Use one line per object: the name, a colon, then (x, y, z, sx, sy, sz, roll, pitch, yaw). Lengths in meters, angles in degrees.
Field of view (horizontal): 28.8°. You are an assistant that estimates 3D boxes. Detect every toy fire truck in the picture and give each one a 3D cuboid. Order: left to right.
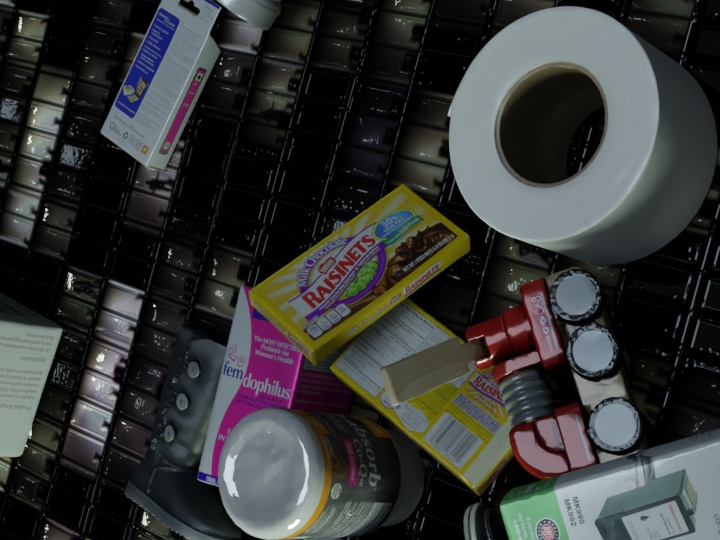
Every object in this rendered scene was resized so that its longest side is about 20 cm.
toy fire truck: (0.135, 0.106, 1.210, 0.198, 0.129, 0.178, -19, 72, 14)

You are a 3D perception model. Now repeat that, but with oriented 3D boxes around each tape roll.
tape roll: (0.196, -0.114, 1.229, 0.201, 0.139, 0.205, -7, 78, 35)

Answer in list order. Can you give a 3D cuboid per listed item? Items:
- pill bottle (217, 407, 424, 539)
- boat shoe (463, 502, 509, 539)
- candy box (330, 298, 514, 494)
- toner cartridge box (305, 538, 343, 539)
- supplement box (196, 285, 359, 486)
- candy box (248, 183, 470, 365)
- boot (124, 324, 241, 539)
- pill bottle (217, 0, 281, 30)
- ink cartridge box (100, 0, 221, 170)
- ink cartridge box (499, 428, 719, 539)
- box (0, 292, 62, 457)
pill bottle: (-0.031, 0.190, 1.299, 0.115, 0.199, 0.118, -6, 79, 34)
boat shoe: (0.154, 0.292, 1.233, 0.062, 0.074, 0.201, -35, 69, 20)
candy box: (0.072, 0.112, 1.318, 0.102, 0.026, 0.200, -46, 56, -10)
toner cartridge box: (0.033, 0.305, 1.286, 0.199, 0.096, 0.043, 7, 43, 41)
supplement box: (-0.076, 0.126, 1.404, 0.100, 0.103, 0.202, 11, 87, 36)
candy box: (0.000, 0.000, 1.343, 0.199, 0.027, 0.102, -36, 53, -22)
boot: (-0.160, 0.174, 1.482, 0.164, 0.065, 0.202, 23, 91, 34)
pill bottle: (-0.078, -0.361, 1.480, 0.112, 0.112, 0.201, 45, 108, 31)
ink cartridge box: (-0.222, -0.224, 1.605, 0.094, 0.037, 0.202, 35, 105, 35)
ink cartridge box: (0.227, 0.218, 1.099, 0.198, 0.084, 0.148, -19, 83, 12)
box: (-0.502, 0.103, 1.647, 0.199, 0.198, 0.173, 22, 95, 37)
